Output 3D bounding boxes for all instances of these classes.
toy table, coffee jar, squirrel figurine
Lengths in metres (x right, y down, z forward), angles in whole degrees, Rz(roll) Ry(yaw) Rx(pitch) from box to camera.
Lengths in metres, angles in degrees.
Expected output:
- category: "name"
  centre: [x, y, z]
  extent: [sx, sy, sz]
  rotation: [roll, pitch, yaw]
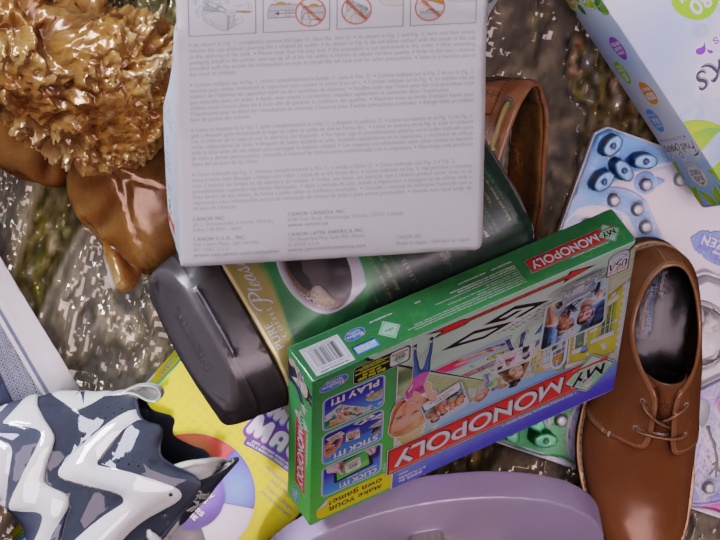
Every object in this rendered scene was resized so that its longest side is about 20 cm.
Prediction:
- category: "toy table"
  centre: [0.045, 0.200, 1.465]
  extent: [0.200, 0.117, 0.184]
  rotation: [-20, 137, 13]
- category: "coffee jar"
  centre: [-0.011, -0.001, 1.416]
  extent: [0.200, 0.085, 0.104]
  rotation: [-28, 80, -11]
- category: "squirrel figurine"
  centre: [-0.153, -0.082, 1.407]
  extent: [0.141, 0.200, 0.187]
  rotation: [-37, 87, -10]

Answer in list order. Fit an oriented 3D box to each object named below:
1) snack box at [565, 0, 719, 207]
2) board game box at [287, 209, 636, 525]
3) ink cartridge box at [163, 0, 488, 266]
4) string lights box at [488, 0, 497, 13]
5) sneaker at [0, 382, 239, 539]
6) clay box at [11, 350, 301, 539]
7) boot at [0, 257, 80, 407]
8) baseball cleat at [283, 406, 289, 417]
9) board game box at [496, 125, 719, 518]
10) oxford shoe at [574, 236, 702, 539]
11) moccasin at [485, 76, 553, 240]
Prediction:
- category: "snack box"
  centre: [0.218, -0.164, 1.504]
  extent: [0.169, 0.068, 0.200]
  rotation: [-36, 97, -9]
- category: "board game box"
  centre: [0.054, 0.053, 1.418]
  extent: [0.200, 0.135, 0.029]
  rotation: [-23, 54, -19]
- category: "ink cartridge box"
  centre: [-0.018, -0.103, 1.314]
  extent: [0.162, 0.050, 0.200]
  rotation: [-3, 113, -8]
- category: "string lights box"
  centre: [0.015, -0.164, 1.414]
  extent: [0.059, 0.200, 0.103]
  rotation: [34, 103, 19]
- category: "sneaker"
  centre: [-0.120, 0.153, 1.448]
  extent: [0.129, 0.079, 0.199]
  rotation: [-18, 88, 4]
- category: "clay box"
  centre: [-0.094, 0.119, 1.513]
  extent: [0.115, 0.048, 0.200]
  rotation: [42, 90, -10]
- category: "boot"
  centre: [-0.243, 0.014, 1.469]
  extent: [0.090, 0.073, 0.200]
  rotation: [-32, 100, -8]
- category: "baseball cleat"
  centre: [0.000, 0.000, 1.512]
  extent: [0.106, 0.070, 0.200]
  rotation: [17, 78, -42]
- category: "board game box"
  centre: [0.201, 0.039, 1.555]
  extent: [0.200, 0.026, 0.200]
  rotation: [19, 93, -9]
- category: "oxford shoe"
  centre: [0.166, 0.084, 1.507]
  extent: [0.071, 0.071, 0.200]
  rotation: [-2, 98, -9]
- category: "moccasin"
  centre: [0.085, -0.011, 1.503]
  extent: [0.074, 0.078, 0.202]
  rotation: [6, 87, -51]
